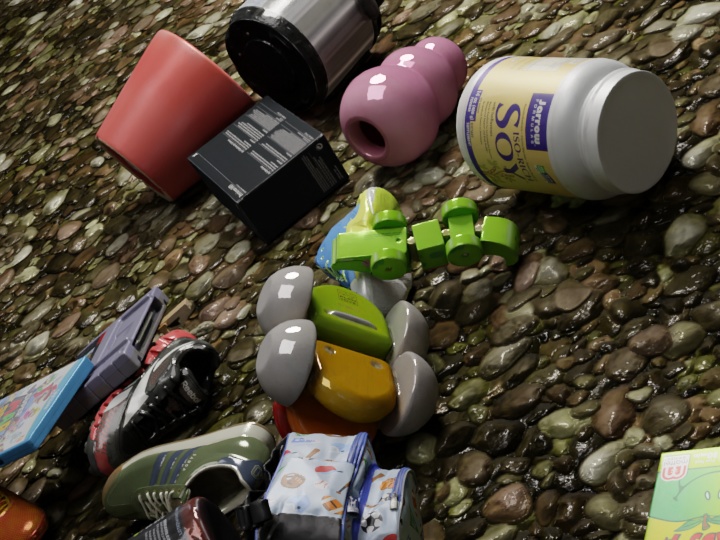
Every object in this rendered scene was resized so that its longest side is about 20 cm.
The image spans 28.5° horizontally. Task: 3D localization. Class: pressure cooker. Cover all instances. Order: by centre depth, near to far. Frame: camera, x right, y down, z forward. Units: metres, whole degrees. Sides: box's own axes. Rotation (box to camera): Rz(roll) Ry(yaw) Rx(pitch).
[{"bbox_3d":[-0.067,-0.342,1.964,0.176,0.179,0.200,32,60,12],"label":"pressure cooker"}]

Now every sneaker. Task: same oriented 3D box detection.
[{"bbox_3d":[-0.181,0.222,1.430,0.200,0.067,0.090,-22,28,15],"label":"sneaker"},{"bbox_3d":[-0.225,0.148,1.569,0.098,0.071,0.201,0,45,47],"label":"sneaker"},{"bbox_3d":[0.000,0.000,1.572,0.105,0.076,0.200,-39,27,31],"label":"sneaker"},{"bbox_3d":[-0.419,0.270,1.589,0.200,0.077,0.073,9,50,47],"label":"sneaker"}]

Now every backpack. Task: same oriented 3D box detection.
[{"bbox_3d":[-0.022,0.225,1.173,0.153,0.201,0.191,1,28,0],"label":"backpack"}]

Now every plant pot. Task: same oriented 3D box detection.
[{"bbox_3d":[-0.263,-0.208,1.984,0.177,0.200,0.200,-51,33,-7],"label":"plant pot"}]

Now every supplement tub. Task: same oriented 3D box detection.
[{"bbox_3d":[-0.202,0.303,1.309,0.200,0.107,0.107,-33,31,5],"label":"supplement tub"},{"bbox_3d":[0.214,-0.150,1.477,0.200,0.146,0.145,12,54,51],"label":"supplement tub"}]

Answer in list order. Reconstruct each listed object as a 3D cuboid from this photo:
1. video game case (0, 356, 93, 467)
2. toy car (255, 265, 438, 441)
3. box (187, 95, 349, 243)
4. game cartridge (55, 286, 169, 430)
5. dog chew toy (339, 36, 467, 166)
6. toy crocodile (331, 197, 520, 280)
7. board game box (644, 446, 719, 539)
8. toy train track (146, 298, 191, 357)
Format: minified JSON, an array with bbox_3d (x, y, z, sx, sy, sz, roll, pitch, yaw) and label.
[{"bbox_3d":[-0.397,0.178,1.588,0.200,0.018,0.143,-26,23,34],"label":"video game case"},{"bbox_3d":[-0.028,0.103,1.390,0.200,0.174,0.150,-96,29,-55],"label":"toy car"},{"bbox_3d":[-0.123,-0.134,1.844,0.141,0.079,0.200,-37,32,-8],"label":"box"},{"bbox_3d":[-0.295,0.100,1.660,0.129,0.038,0.200,-35,16,14],"label":"game cartridge"},{"bbox_3d":[0.062,-0.218,1.745,0.124,0.125,0.200,1,39,44],"label":"dog chew toy"},{"bbox_3d":[0.067,-0.025,1.475,0.199,0.062,0.068,-9,50,5],"label":"toy crocodile"},{"bbox_3d":[0.259,0.220,1.034,0.101,0.048,0.200,-11,39,33],"label":"board game box"},{"bbox_3d":[-0.272,0.112,1.696,0.200,0.033,0.115,-40,14,8],"label":"toy train track"}]
